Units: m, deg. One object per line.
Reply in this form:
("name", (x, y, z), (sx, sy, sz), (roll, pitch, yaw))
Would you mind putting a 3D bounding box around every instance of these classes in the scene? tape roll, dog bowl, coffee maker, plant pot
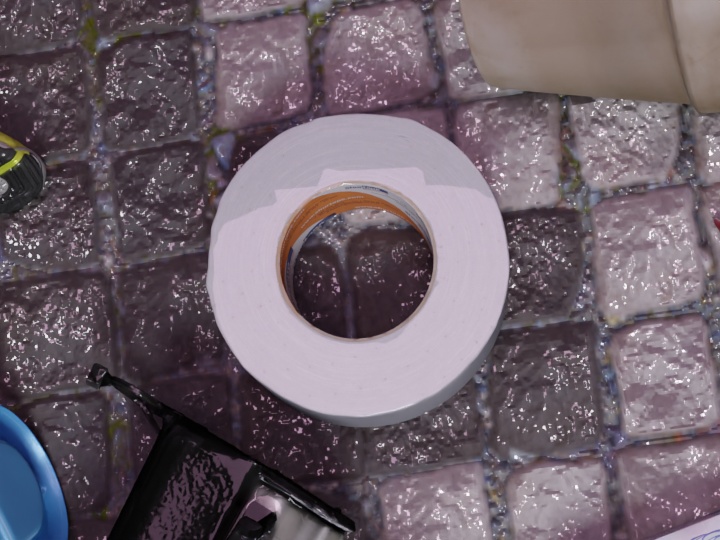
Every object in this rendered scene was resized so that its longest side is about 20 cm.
("tape roll", (0.000, 0.000, 0.891), (0.198, 0.066, 0.203), (-1, 78, 4))
("dog bowl", (-0.245, 0.153, 0.818), (0.049, 0.200, 0.112), (-25, 95, 10))
("coffee maker", (-0.126, 0.199, 0.842), (0.191, 0.135, 0.201), (25, 79, 33))
("plant pot", (0.157, -0.193, 0.868), (0.172, 0.200, 0.202), (-7, 77, 20))

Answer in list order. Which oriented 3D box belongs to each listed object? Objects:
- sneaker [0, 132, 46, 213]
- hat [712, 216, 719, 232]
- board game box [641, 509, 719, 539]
("sneaker", (-0.314, -0.097, 0.935), (0.198, 0.076, 0.077), (15, 39, -8))
("hat", (0.300, 0.095, 0.845), (0.175, 0.166, 0.201), (1, 46, 34))
("board game box", (0.245, 0.249, 0.826), (0.197, 0.043, 0.202), (-20, 77, -1))
